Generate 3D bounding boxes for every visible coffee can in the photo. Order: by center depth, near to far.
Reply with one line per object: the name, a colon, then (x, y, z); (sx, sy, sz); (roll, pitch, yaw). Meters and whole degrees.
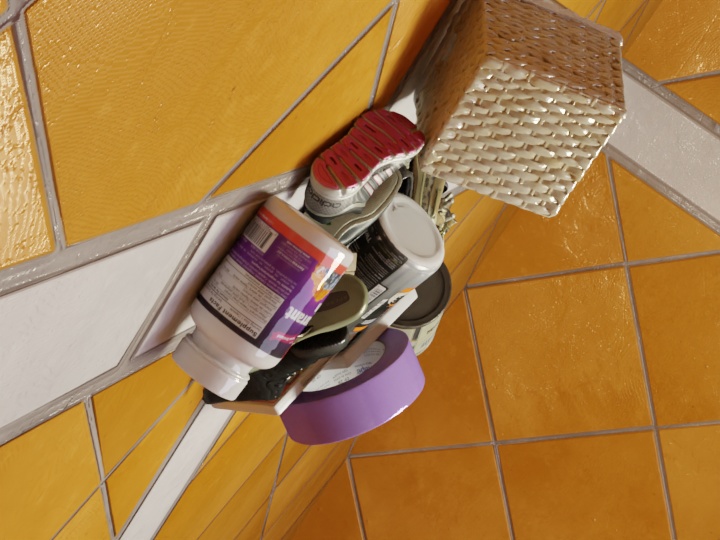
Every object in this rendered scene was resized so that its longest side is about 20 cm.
coffee can: (0.068, 0.056, 2.239); (0.146, 0.146, 0.200); (-50, 171, -18)

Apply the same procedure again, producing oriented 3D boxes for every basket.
basket: (0.184, -0.201, 1.568); (0.161, 0.200, 0.198); (-85, -160, -48)

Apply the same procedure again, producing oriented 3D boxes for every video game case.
video game case: (-0.095, 0.119, 1.776); (0.143, 0.017, 0.200); (-1, -144, 48)
video game case: (-0.040, 0.087, 1.862); (0.182, 0.023, 0.200); (-9, -158, 37)

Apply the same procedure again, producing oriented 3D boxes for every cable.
cable: (0.064, -0.048, 1.961); (0.200, 0.050, 0.097); (-31, -158, 18)

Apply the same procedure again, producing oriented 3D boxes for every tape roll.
tape roll: (-0.017, 0.153, 1.778); (0.200, 0.066, 0.200); (-21, -164, 6)

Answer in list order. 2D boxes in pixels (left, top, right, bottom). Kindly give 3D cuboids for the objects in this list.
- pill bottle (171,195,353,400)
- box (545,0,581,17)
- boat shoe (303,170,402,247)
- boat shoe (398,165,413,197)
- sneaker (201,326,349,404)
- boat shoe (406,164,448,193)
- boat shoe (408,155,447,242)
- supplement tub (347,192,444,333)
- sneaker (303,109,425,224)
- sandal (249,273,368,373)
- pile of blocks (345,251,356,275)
pill bottle: (-0.107, 0.032, 1.386); (0.200, 0.111, 0.111); (-54, 171, 3)
box: (0.227, -0.292, 1.884); (0.200, 0.097, 0.124); (-56, 173, 16)
boat shoe: (-0.031, -0.059, 1.575); (0.200, 0.072, 0.068); (-45, 174, -21)
boat shoe: (0.036, -0.082, 1.736); (0.067, 0.057, 0.200); (-36, 154, -20)
sneaker: (-0.104, 0.112, 1.608); (0.104, 0.199, 0.060); (74, 10, -48)
boat shoe: (0.071, -0.113, 1.879); (0.072, 0.065, 0.200); (-55, 170, 27)
boat shoe: (0.096, -0.093, 1.792); (0.073, 0.063, 0.201); (136, -42, -82)
supplement tub: (0.000, 0.000, 1.686); (0.200, 0.123, 0.123); (-39, 180, 34)
sneaker: (-0.002, -0.114, 1.503); (0.200, 0.074, 0.088); (-41, 168, -46)
sandal: (-0.086, 0.053, 1.527); (0.201, 0.080, 0.057); (-26, 172, -8)
pile of blocks: (-0.087, 0.037, 1.628); (0.062, 0.082, 0.200); (-4, 142, -53)
